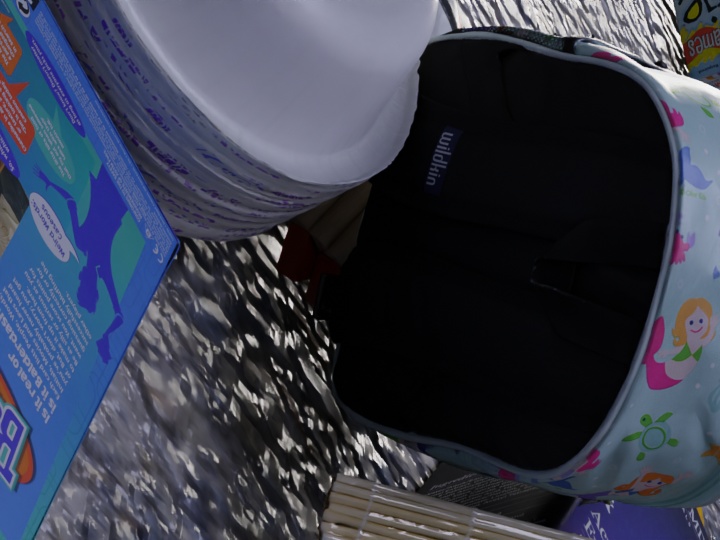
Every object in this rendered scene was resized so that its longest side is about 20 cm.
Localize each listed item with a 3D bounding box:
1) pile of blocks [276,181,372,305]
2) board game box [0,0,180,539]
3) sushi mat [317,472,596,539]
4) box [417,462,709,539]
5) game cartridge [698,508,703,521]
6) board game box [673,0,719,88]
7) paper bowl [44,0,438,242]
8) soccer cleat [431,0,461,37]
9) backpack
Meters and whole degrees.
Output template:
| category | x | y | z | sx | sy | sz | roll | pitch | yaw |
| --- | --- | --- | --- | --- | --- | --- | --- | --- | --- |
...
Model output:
| category | x | y | z | sx | sy | sz | roll | pitch | yaw |
| --- | --- | --- | --- | --- | --- | --- | --- | --- | --- |
| pile of blocks | 0.000 | 0.000 | 1.138 | 0.062 | 0.082 | 0.200 | -47 | 115 | -17 |
| board game box | -0.131 | -0.014 | 0.833 | 0.152 | 0.045 | 0.200 | 63 | 23 | -22 |
| sushi mat | 0.068 | 0.145 | 1.003 | 0.012 | 0.200 | 0.096 | -177 | -78 | -73 |
| box | 0.083 | 0.157 | 1.128 | 0.148 | 0.104 | 0.200 | 67 | 23 | -9 |
| game cartridge | 0.129 | 0.125 | 1.368 | 0.200 | 0.032 | 0.177 | 42 | 36 | -47 |
| board game box | 0.276 | -0.216 | 1.861 | 0.103 | 0.105 | 0.200 | 34 | 42 | -57 |
| paper bowl | -0.048 | -0.120 | 0.992 | 0.201 | 0.104 | 0.201 | 35 | 42 | -39 |
| soccer cleat | 0.005 | -0.175 | 1.259 | 0.085 | 0.068 | 0.200 | 17 | 62 | -69 |
| backpack | 0.092 | 0.002 | 1.025 | 0.150 | 0.200 | 0.178 | 14 | 91 | -27 |
